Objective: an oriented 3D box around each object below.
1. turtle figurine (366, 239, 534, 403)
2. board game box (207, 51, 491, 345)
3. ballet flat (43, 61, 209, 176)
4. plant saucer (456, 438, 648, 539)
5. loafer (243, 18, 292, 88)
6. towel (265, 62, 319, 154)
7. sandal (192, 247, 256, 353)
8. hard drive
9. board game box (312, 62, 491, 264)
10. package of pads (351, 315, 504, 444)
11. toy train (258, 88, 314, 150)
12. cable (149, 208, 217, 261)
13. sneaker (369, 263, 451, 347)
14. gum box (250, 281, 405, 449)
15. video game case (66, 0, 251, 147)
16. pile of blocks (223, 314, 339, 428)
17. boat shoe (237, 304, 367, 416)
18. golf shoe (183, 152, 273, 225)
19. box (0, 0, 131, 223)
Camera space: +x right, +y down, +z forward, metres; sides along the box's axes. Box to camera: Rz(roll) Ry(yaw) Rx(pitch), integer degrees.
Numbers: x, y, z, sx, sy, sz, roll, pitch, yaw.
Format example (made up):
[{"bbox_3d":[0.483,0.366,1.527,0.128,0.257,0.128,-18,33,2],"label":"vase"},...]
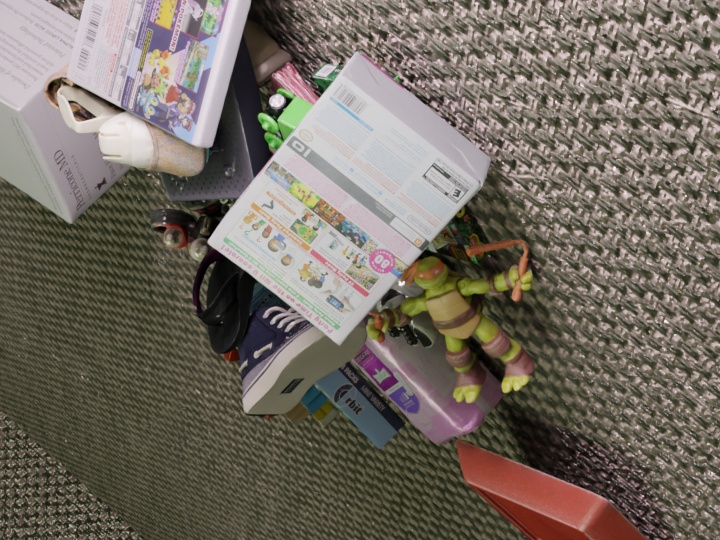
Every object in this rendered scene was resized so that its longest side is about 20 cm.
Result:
[{"bbox_3d":[0.079,0.044,1.539,0.162,0.198,0.065,58,-161,-31],"label":"turtle figurine"},{"bbox_3d":[-0.010,-0.057,1.422,0.147,0.064,0.200,38,118,-8],"label":"board game box"},{"bbox_3d":[-0.217,-0.129,1.529,0.199,0.067,0.069,32,132,39],"label":"ballet flat"},{"bbox_3d":[0.206,0.255,1.731,0.199,0.037,0.200,17,161,44],"label":"plant saucer"},{"bbox_3d":[-0.135,-0.187,1.588,0.199,0.075,0.069,-17,103,52],"label":"loafer"},{"bbox_3d":[-0.033,-0.105,1.577,0.144,0.023,0.200,47,166,4],"label":"towel"},{"bbox_3d":[-0.136,0.005,1.686,0.076,0.048,0.201,62,148,36],"label":"sandal"},{"bbox_3d":[-0.146,-0.163,1.519,0.134,0.042,0.202,0,109,45],"label":"hard drive"},{"bbox_3d":[0.037,-0.093,1.509,0.104,0.023,0.201,20,147,51],"label":"board game box"},{"bbox_3d":[0.047,0.084,1.729,0.200,0.076,0.121,46,160,0],"label":"package of pads"},{"bbox_3d":[-0.045,-0.092,1.528,0.056,0.042,0.200,29,160,23],"label":"toy train"},{"bbox_3d":[-0.175,-0.025,1.810,0.096,0.051,0.200,12,170,-2],"label":"cable"},{"bbox_3d":[0.000,0.000,1.634,0.199,0.082,0.075,25,165,18],"label":"sneaker"},{"bbox_3d":[-0.054,0.088,1.862,0.170,0.045,0.200,50,174,-40],"label":"gum box"},{"bbox_3d":[-0.165,-0.229,1.453,0.181,0.202,0.023,28,-162,36],"label":"video game case"},{"bbox_3d":[-0.092,0.121,1.827,0.200,0.062,0.082,50,175,-35],"label":"pile of blocks"},{"bbox_3d":[-0.067,0.063,1.676,0.200,0.074,0.094,-42,55,45],"label":"boat shoe"},{"bbox_3d":[-0.105,-0.073,1.754,0.088,0.078,0.200,37,169,-24],"label":"golf shoe"},{"bbox_3d":[-0.368,-0.194,1.908,0.199,0.131,0.200,32,156,29],"label":"box"}]
